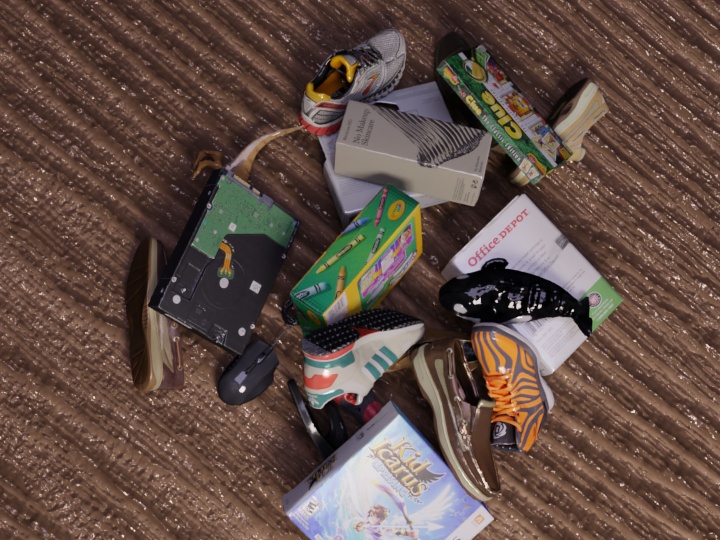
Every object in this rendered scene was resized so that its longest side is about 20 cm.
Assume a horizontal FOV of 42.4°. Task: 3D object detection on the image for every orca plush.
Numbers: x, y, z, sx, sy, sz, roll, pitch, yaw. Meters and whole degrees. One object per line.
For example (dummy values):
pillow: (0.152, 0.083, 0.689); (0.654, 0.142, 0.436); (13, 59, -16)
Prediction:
orca plush: (0.201, 0.042, 1.172); (0.198, 0.071, 0.106); (22, 82, 0)

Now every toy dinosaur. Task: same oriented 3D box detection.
toy dinosaur: (-0.171, -0.130, 1.257); (0.106, 0.060, 0.201); (27, 83, -22)

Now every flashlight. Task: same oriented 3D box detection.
flashlight: (0.026, 0.193, 1.191); (0.068, 0.068, 0.200); (-41, 87, 22)

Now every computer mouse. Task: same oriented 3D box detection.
computer mouse: (-0.112, 0.097, 1.220); (0.059, 0.034, 0.200); (40, 75, 2)

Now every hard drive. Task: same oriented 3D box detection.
hard drive: (-0.172, -0.011, 1.197); (0.139, 0.038, 0.201); (34, 71, -34)

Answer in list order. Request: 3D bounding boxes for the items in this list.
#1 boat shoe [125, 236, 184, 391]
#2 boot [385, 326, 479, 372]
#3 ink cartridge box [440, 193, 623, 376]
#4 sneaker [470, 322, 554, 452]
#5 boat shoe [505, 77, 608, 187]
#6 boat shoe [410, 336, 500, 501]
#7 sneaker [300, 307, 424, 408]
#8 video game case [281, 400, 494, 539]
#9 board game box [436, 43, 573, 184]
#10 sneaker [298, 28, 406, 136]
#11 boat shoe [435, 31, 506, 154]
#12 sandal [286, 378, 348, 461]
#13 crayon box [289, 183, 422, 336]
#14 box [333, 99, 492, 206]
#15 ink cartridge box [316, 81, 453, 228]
boat shoe: (-0.255, 0.056, 1.198); (0.072, 0.072, 0.202); (8, 66, -38)
boot: (0.068, 0.099, 1.225); (0.198, 0.075, 0.074); (4, 82, -4)
ink cartridge box: (0.229, 0.021, 1.259); (0.146, 0.084, 0.200); (-41, 86, -13)
sneaker: (0.186, 0.160, 1.173); (0.200, 0.077, 0.113); (53, 49, -34)
boat shoe: (0.290, -0.184, 1.325); (0.076, 0.072, 0.200); (45, 77, -13)
boat shoe: (0.131, 0.178, 1.131); (0.074, 0.075, 0.204); (-28, 82, 28)
sneaker: (0.002, 0.110, 1.146); (0.199, 0.070, 0.094); (-16, 117, -46)
video game case: (0.036, 0.292, 1.136); (0.181, 0.045, 0.200); (-42, 109, -1)
board game box: (0.195, -0.211, 1.239); (0.200, 0.023, 0.105); (51, 46, 5)
sneaker: (-0.004, -0.270, 1.278); (0.078, 0.082, 0.200); (36, 65, 15)
boat shoe: (0.169, -0.248, 1.323); (0.068, 0.072, 0.201); (5, 57, -49)
sandal: (-0.031, 0.220, 1.186); (0.048, 0.075, 0.202); (-31, 93, -6)
crayon box: (0.000, 0.000, 1.199); (0.058, 0.119, 0.200); (33, 68, 22)
box: (0.068, -0.156, 1.229); (0.198, 0.069, 0.083); (13, 60, 3)
ink cartridge box: (0.043, -0.163, 1.295); (0.198, 0.044, 0.175); (-15, 63, -11)
